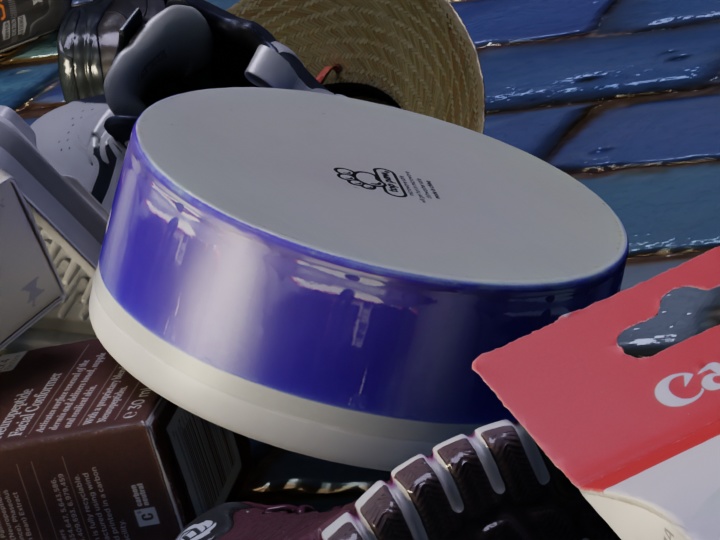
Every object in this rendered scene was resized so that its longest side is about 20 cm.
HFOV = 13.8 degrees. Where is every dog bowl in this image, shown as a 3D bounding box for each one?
[{"bbox_3d":[0.000,0.000,1.152,0.200,0.079,0.200,12,20,-4],"label":"dog bowl"}]

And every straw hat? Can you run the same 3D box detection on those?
[{"bbox_3d":[-0.005,-0.041,1.366,0.201,0.201,0.085,0,-16,36],"label":"straw hat"}]

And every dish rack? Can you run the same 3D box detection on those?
[{"bbox_3d":[-0.180,-0.024,1.341,0.200,0.172,0.044,6,57,44],"label":"dish rack"}]

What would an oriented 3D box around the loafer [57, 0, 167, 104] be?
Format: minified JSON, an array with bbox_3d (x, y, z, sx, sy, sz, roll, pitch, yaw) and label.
[{"bbox_3d":[-0.129,-0.152,1.812,0.072,0.073,0.200,-3,31,9],"label":"loafer"}]

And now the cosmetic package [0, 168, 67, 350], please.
[{"bbox_3d":[-0.222,-0.025,1.188,0.104,0.073,0.200,-40,47,-21],"label":"cosmetic package"}]

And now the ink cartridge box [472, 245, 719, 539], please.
[{"bbox_3d":[0.154,0.048,0.954,0.161,0.050,0.200,-23,51,-20],"label":"ink cartridge box"}]

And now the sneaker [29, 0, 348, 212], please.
[{"bbox_3d":[-0.090,-0.073,1.291,0.199,0.130,0.080,13,64,38],"label":"sneaker"}]

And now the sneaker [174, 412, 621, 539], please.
[{"bbox_3d":[0.003,0.091,1.034,0.200,0.076,0.116,-21,17,-14],"label":"sneaker"}]

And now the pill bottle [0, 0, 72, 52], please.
[{"bbox_3d":[-0.261,-0.188,1.938,0.200,0.106,0.106,-24,21,-22],"label":"pill bottle"}]

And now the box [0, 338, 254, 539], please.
[{"bbox_3d":[-0.153,0.083,1.172,0.200,0.075,0.100,-12,20,16],"label":"box"}]
